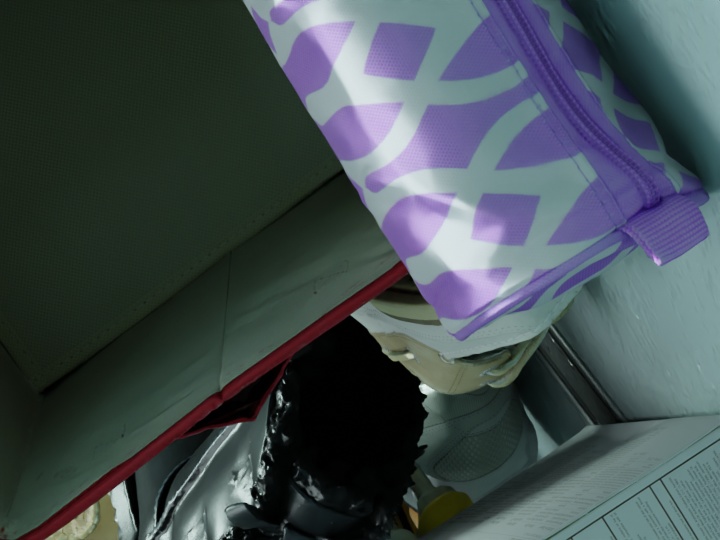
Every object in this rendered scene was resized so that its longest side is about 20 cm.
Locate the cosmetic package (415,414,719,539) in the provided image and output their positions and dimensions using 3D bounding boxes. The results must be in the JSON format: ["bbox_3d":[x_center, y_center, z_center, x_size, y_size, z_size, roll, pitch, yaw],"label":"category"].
[{"bbox_3d":[0.074,0.090,0.974,0.051,0.082,0.200,60,171,-1],"label":"cosmetic package"}]

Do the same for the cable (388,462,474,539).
[{"bbox_3d":[0.060,0.153,1.071,0.200,0.097,0.050,32,167,33],"label":"cable"}]

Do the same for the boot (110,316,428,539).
[{"bbox_3d":[-0.035,0.064,1.105,0.199,0.073,0.163,-84,21,-47],"label":"boot"}]

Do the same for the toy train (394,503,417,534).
[{"bbox_3d":[0.014,0.162,1.346,0.085,0.113,0.200,95,157,-47],"label":"toy train"}]

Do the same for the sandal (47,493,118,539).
[{"bbox_3d":[-0.079,0.058,1.245,0.078,0.211,0.070,53,171,32],"label":"sandal"}]

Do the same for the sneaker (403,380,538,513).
[{"bbox_3d":[0.000,0.000,1.165,0.200,0.076,0.092,46,157,29],"label":"sneaker"}]

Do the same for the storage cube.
[{"bbox_3d":[-0.090,-0.052,0.922,0.200,0.171,0.180,52,-171,-14],"label":"storage cube"}]

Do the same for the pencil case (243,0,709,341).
[{"bbox_3d":[0.014,-0.081,0.794,0.085,0.084,0.201,-30,92,48],"label":"pencil case"}]

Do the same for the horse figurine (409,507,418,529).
[{"bbox_3d":[0.063,0.123,1.243,0.201,0.050,0.133,59,179,-11],"label":"horse figurine"}]

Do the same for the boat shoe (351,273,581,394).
[{"bbox_3d":[0.035,-0.001,0.966,0.068,0.075,0.200,45,175,-16],"label":"boat shoe"}]
